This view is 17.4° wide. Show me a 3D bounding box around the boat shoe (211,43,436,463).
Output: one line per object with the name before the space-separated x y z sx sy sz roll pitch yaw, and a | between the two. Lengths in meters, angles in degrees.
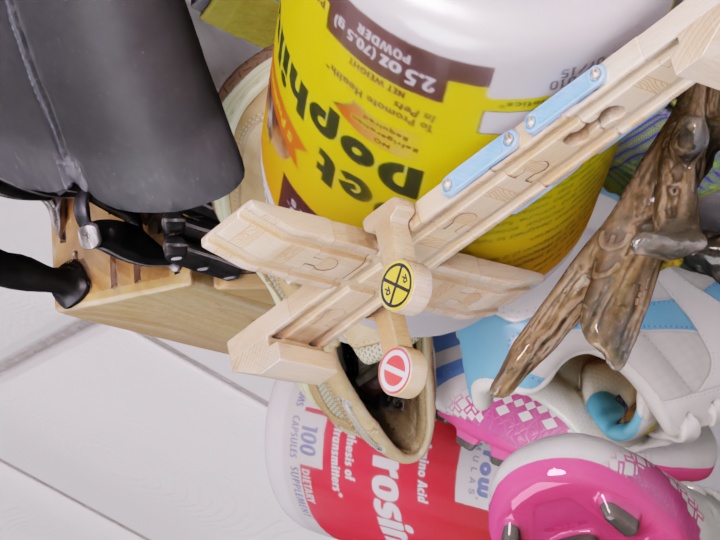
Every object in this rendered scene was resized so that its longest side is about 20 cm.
boat shoe | 0.000 0.000 0.865 0.076 0.071 0.200 51 169 36

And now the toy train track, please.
toy train track | 0.036 -0.010 0.638 0.114 0.033 0.200 13 143 -41

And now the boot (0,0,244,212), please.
boot | -0.071 -0.100 0.706 0.164 0.066 0.201 24 136 39

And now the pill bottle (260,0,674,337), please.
pill bottle | 0.027 -0.059 0.700 0.109 0.110 0.200 23 151 6

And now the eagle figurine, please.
eagle figurine | 0.166 0.012 0.695 0.199 0.151 0.152 29 142 -8

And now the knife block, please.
knife block | -0.092 -0.012 0.965 0.175 0.064 0.200 1 167 -16

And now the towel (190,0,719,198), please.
towel | 0.038 -0.070 0.829 0.199 0.023 0.144 30 159 -13

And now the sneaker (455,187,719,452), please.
sneaker | 0.116 0.029 0.864 0.199 0.081 0.076 14 161 -29

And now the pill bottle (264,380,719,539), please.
pill bottle | 0.064 0.084 1.056 0.199 0.113 0.112 11 156 36

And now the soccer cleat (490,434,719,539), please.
soccer cleat | 0.106 0.105 0.845 0.070 0.087 0.200 -19 132 26

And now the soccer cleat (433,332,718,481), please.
soccer cleat | 0.061 0.030 0.948 0.070 0.087 0.199 3 -171 -45
